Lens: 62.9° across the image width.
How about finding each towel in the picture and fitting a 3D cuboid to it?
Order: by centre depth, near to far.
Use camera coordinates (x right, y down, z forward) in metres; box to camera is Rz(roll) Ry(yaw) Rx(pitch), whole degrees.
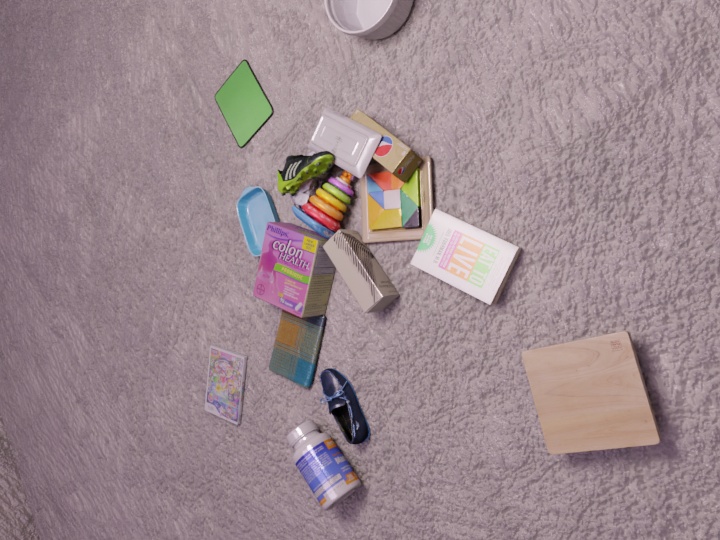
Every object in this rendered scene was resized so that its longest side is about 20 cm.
[{"bbox_3d":[-0.166,0.193,1.551,0.146,0.022,0.201,20,101,32],"label":"towel"}]

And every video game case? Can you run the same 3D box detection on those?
[{"bbox_3d":[-0.394,0.331,1.716,0.143,0.018,0.201,12,99,34],"label":"video game case"}]

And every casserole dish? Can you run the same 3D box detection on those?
[{"bbox_3d":[-0.270,-0.132,1.600,0.121,0.039,0.201,-27,76,33],"label":"casserole dish"}]

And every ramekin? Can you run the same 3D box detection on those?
[{"bbox_3d":[0.026,-0.624,1.334,0.200,0.105,0.201,2,93,34],"label":"ramekin"}]

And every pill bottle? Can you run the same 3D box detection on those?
[{"bbox_3d":[-0.097,0.476,1.458,0.112,0.112,0.200,-49,66,26],"label":"pill bottle"}]

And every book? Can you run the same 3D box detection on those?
[{"bbox_3d":[0.221,-0.031,1.250,0.200,0.048,0.134,28,101,25],"label":"book"}]

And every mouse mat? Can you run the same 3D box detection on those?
[{"bbox_3d":[-0.329,-0.465,1.647,0.161,0.008,0.200,-38,72,30],"label":"mouse mat"}]

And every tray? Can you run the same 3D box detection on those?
[{"bbox_3d":[-0.045,-0.297,1.350,0.200,0.022,0.108,36,106,36],"label":"tray"}]

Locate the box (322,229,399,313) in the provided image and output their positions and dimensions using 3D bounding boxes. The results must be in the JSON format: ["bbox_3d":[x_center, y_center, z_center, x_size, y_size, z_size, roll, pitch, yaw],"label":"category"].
[{"bbox_3d":[0.000,0.000,1.392,0.068,0.082,0.200,-44,70,27],"label":"box"}]

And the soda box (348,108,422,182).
[{"bbox_3d":[0.045,-0.285,1.336,0.068,0.064,0.200,-51,57,10],"label":"soda box"}]

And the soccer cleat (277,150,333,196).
[{"bbox_3d":[-0.139,-0.246,1.395,0.200,0.067,0.081,-25,73,45],"label":"soccer cleat"}]

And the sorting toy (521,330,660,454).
[{"bbox_3d":[0.432,0.227,1.105,0.200,0.070,0.200,-18,81,34],"label":"sorting toy"}]

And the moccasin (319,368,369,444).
[{"bbox_3d":[-0.044,0.328,1.441,0.080,0.068,0.200,-46,67,27],"label":"moccasin"}]

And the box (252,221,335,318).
[{"bbox_3d":[-0.163,-0.005,1.495,0.176,0.097,0.201,21,103,33],"label":"box"}]

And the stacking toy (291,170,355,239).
[{"bbox_3d":[-0.059,-0.183,1.422,0.110,0.116,0.200,36,94,34],"label":"stacking toy"}]

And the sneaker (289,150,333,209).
[{"bbox_3d":[-0.110,-0.225,1.465,0.200,0.075,0.115,-21,81,39],"label":"sneaker"}]

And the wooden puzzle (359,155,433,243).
[{"bbox_3d":[0.077,-0.161,1.358,0.199,0.037,0.186,-2,91,35],"label":"wooden puzzle"}]
